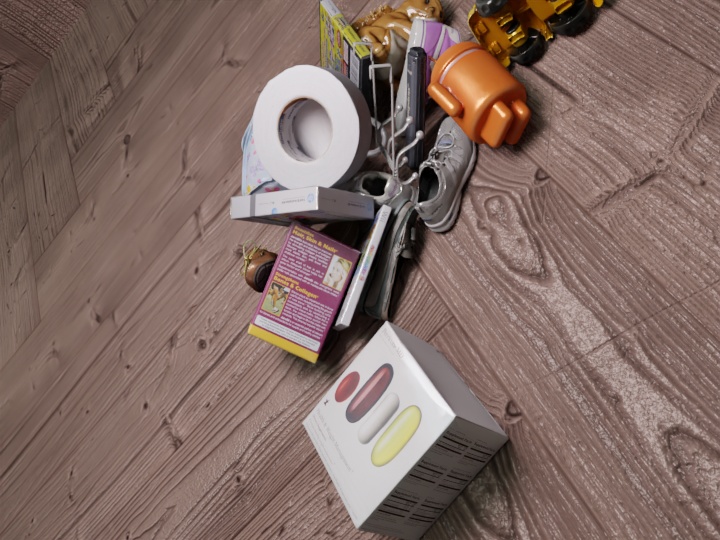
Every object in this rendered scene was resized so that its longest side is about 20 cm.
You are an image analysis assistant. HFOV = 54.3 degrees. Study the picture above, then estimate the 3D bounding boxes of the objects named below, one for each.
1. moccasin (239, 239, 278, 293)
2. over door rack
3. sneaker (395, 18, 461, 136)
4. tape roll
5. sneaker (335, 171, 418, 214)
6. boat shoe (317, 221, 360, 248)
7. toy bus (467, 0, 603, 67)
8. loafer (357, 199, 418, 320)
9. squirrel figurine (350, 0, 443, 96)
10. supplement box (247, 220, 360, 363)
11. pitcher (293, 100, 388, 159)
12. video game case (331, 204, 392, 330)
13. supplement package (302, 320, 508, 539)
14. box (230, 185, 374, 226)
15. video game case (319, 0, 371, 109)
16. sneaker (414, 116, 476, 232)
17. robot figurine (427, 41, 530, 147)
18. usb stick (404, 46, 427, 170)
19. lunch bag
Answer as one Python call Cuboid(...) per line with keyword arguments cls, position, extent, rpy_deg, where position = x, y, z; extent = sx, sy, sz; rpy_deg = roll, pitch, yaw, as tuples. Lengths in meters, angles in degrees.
Cuboid(cls="moccasin", position=(-0.187, -0.011, 1.296), extent=(0.075, 0.076, 0.202), rpy_deg=(-63, 3, 12))
Cuboid(cls="over door rack", position=(0.051, -0.262, 1.145), extent=(0.065, 0.204, 0.149), rpy_deg=(-18, 32, -3))
Cuboid(cls="sneaker", position=(0.129, -0.333, 1.257), extent=(0.073, 0.111, 0.205), rpy_deg=(-105, 25, -59))
Cuboid(cls="tape roll", position=(-0.081, -0.235, 1.176), extent=(0.195, 0.066, 0.206), rpy_deg=(5, 103, 20))
Cuboid(cls="sneaker", position=(0.013, -0.151, 1.248), extent=(0.197, 0.099, 0.077), rpy_deg=(12, 78, 46))
Cuboid(cls="boat shoe", position=(-0.081, -0.026, 1.286), extent=(0.201, 0.073, 0.076), rpy_deg=(-51, 45, 9))
Cuboid(cls="toy bus", position=(0.277, -0.469, 1.162), extent=(0.198, 0.135, 0.195), rpy_deg=(-30, 39, 30))
Cuboid(cls="loafer", position=(0.061, -0.014, 1.170), extent=(0.062, 0.071, 0.204), rpy_deg=(25, 94, 26))
Cuboid(cls="squirrel figurine", position=(0.061, -0.461, 1.341), extent=(0.199, 0.141, 0.188), rpy_deg=(33, 86, 43))
Cuboid(cls="supplement box", position=(-0.096, 0.037, 1.200), extent=(0.103, 0.128, 0.204), rpy_deg=(165, 129, -86))
Cuboid(cls="pitcher", position=(-0.057, -0.271, 1.273), extent=(0.169, 0.121, 0.203), rpy_deg=(-28, 85, -11))
Cuboid(cls="video game case", position=(0.000, 0.000, 1.180), extent=(0.143, 0.018, 0.205), rpy_deg=(137, 154, -79))
Cuboid(cls="supplement package", position=(0.058, 0.224, 0.984), extent=(0.201, 0.146, 0.192), rpy_deg=(-50, 45, 11))
Cuboid(cls="box", position=(-0.097, -0.105, 1.184), extent=(0.196, 0.154, 0.042), rpy_deg=(-3, 86, 36))
Cuboid(cls="video game case", position=(-0.029, -0.376, 1.328), extent=(0.025, 0.202, 0.183), rpy_deg=(-21, 59, -16))
Cuboid(cls="sneaker", position=(0.137, -0.171, 1.158), extent=(0.073, 0.081, 0.205), rpy_deg=(-4, 67, 40))
Cuboid(cls="robot figurine", position=(0.190, -0.287, 1.136), extent=(0.143, 0.117, 0.202), rpy_deg=(-36, 61, 3))
Cuboid(cls="usb stick", position=(0.094, -0.273, 1.200), extent=(0.056, 0.032, 0.205), rpy_deg=(-101, 10, -63))
Cuboid(cls="lunch bag", position=(-0.139, -0.209, 1.365), extent=(0.125, 0.168, 0.205), rpy_deg=(-25, 56, 34))
